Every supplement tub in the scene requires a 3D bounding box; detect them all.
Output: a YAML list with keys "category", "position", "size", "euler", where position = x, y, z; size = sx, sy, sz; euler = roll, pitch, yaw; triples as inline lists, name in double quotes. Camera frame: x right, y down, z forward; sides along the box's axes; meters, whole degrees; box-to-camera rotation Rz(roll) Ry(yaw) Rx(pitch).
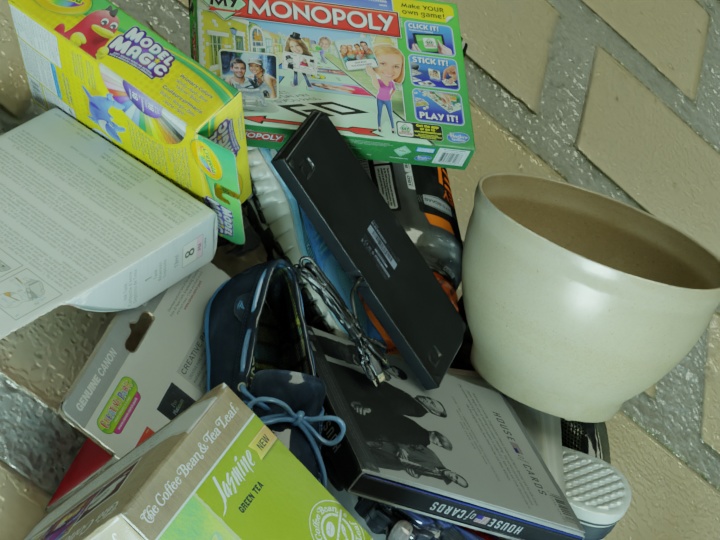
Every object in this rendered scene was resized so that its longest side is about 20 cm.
- category: "supplement tub"
  position: [0.012, -0.044, 1.517]
  size: [0.122, 0.122, 0.200]
  euler: [17, 50, -38]

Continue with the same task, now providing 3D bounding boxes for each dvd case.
- category: "dvd case"
  position: [0.049, 0.115, 1.337]
  size: [0.200, 0.025, 0.150]
  euler: [21, 27, -35]

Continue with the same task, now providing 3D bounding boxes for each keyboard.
- category: "keyboard"
  position: [0.000, 0.000, 1.334]
  size: [0.200, 0.021, 0.127]
  euler: [55, 36, -18]

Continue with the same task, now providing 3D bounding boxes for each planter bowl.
- category: "planter bowl"
  position: [0.158, 0.028, 1.463]
  size: [0.200, 0.135, 0.200]
  euler: [19, 18, -6]

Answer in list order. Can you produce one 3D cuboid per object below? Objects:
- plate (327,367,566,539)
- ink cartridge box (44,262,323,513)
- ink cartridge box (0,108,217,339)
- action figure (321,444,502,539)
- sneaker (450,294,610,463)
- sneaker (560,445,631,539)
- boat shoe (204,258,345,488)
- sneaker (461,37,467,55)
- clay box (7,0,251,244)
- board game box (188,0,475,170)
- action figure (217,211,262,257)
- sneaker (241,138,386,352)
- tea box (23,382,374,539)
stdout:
- category: "plate"
  position: [0.062, 0.140, 1.430]
  size: [0.199, 0.032, 0.200]
  euler: [8, 47, -12]
- category: "ink cartridge box"
  position: [-0.117, 0.101, 1.300]
  size: [0.176, 0.084, 0.200]
  euler: [42, 38, -13]
- category: "ink cartridge box"
  position: [-0.218, -0.018, 1.269]
  size: [0.162, 0.057, 0.200]
  euler: [33, 51, 28]
- category: "action figure"
  position: [0.023, 0.212, 1.292]
  size: [0.200, 0.105, 0.193]
  euler: [41, 44, 6]
- category: "sneaker"
  position: [0.124, 0.097, 1.568]
  size: [0.114, 0.076, 0.200]
  euler: [4, 56, -43]
- category: "sneaker"
  position: [0.102, 0.156, 1.504]
  size: [0.200, 0.079, 0.078]
  euler: [28, 47, 4]
- category: "boat shoe"
  position: [-0.060, 0.080, 1.250]
  size: [0.084, 0.069, 0.200]
  euler: [10, 53, -41]
- category: "sneaker"
  position: [0.003, -0.136, 1.456]
  size: [0.115, 0.076, 0.200]
  euler: [40, 60, 20]
- category: "clay box"
  position: [-0.142, -0.108, 1.307]
  size: [0.200, 0.115, 0.048]
  euler: [35, 65, 20]
- category: "board game box"
  position: [-0.022, -0.143, 1.402]
  size: [0.200, 0.029, 0.135]
  euler: [5, 58, -17]
- category: "action figure"
  position: [-0.122, -0.074, 1.450]
  size: [0.200, 0.069, 0.130]
  euler: [-7, 60, -53]
- category: "sneaker"
  position: [-0.022, -0.027, 1.399]
  size: [0.090, 0.078, 0.200]
  euler: [-24, 94, -15]
- category: "tea box"
  position: [-0.098, 0.209, 1.140]
  size: [0.197, 0.200, 0.134]
  euler: [47, 39, -9]
